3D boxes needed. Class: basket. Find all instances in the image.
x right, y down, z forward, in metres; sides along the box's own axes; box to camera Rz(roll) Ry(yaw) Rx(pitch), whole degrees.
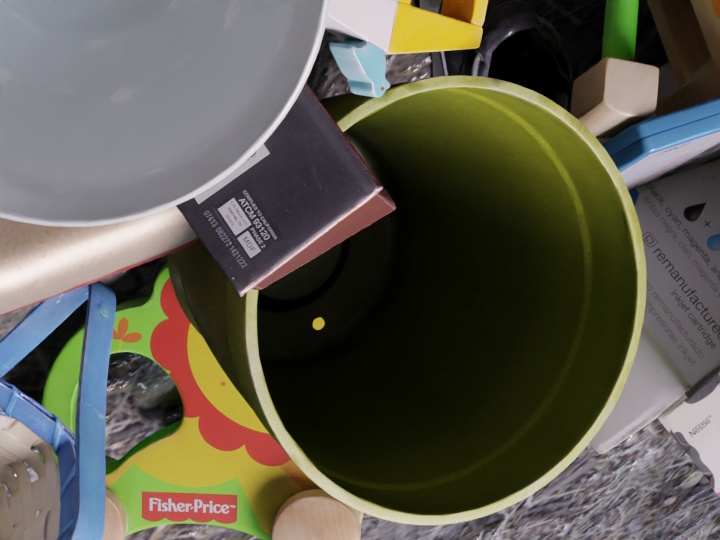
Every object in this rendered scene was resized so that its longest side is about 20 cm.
[{"bbox_3d":[-0.189,0.114,1.364,0.200,0.177,0.139,-34,127,30],"label":"basket"}]

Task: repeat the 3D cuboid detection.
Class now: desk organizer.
[{"bbox_3d":[-0.072,-0.088,1.153,0.072,0.200,0.077,-36,171,4],"label":"desk organizer"}]

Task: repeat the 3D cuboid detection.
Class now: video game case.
[{"bbox_3d":[0.194,-0.075,1.374,0.199,0.018,0.143,-18,174,-21],"label":"video game case"}]

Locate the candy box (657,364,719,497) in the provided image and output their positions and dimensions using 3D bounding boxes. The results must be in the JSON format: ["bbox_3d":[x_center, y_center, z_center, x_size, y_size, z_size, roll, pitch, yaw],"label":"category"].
[{"bbox_3d":[0.238,0.043,1.408,0.136,0.061,0.200,-41,171,18],"label":"candy box"}]

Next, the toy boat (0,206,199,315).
[{"bbox_3d":[-0.161,-0.047,1.246,0.199,0.131,0.131,-21,178,-24],"label":"toy boat"}]

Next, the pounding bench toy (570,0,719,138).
[{"bbox_3d":[0.167,-0.162,1.337,0.199,0.157,0.124,-18,175,-28],"label":"pounding bench toy"}]

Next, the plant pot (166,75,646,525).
[{"bbox_3d":[0.000,0.000,1.319,0.199,0.193,0.202,-5,101,-25],"label":"plant pot"}]

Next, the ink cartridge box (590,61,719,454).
[{"bbox_3d":[0.181,-0.029,1.512,0.200,0.147,0.145,-36,174,-23],"label":"ink cartridge box"}]

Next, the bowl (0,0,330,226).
[{"bbox_3d":[-0.107,-0.125,1.062,0.201,0.201,0.090,-41,-168,13],"label":"bowl"}]

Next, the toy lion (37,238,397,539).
[{"bbox_3d":[-0.069,0.059,1.463,0.199,0.193,0.069,1,-169,4],"label":"toy lion"}]

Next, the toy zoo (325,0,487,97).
[{"bbox_3d":[0.020,-0.174,1.194,0.131,0.020,0.201,8,93,-52],"label":"toy zoo"}]

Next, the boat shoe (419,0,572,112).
[{"bbox_3d":[0.081,-0.093,1.457,0.072,0.068,0.200,-30,153,-7],"label":"boat shoe"}]
